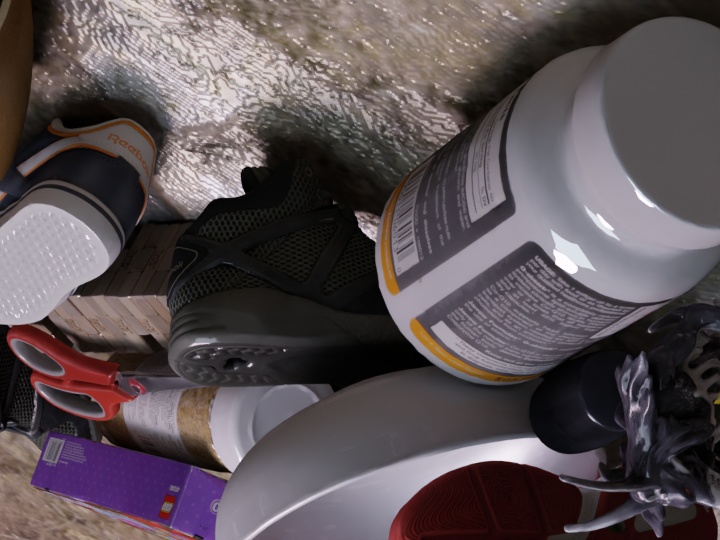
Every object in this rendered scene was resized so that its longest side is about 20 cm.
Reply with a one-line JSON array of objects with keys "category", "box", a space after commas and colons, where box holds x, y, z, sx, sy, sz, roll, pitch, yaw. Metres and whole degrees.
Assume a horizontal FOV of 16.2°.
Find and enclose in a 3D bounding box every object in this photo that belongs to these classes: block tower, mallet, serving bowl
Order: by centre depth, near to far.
[{"category": "mallet", "box": [0.179, 0.054, 1.160, 0.199, 0.041, 0.066, -4, 168, -12]}, {"category": "serving bowl", "box": [0.018, 0.096, 1.246, 0.199, 0.066, 0.200, -16, 159, -6]}, {"category": "block tower", "box": [-0.118, 0.011, 1.406, 0.199, 0.058, 0.054, -3, 140, 40]}]

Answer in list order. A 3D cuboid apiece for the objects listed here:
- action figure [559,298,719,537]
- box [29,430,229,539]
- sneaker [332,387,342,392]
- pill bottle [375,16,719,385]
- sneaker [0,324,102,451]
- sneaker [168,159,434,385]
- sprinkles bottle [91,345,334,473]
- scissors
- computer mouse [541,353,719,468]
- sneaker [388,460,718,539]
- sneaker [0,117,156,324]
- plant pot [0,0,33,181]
[{"category": "action figure", "box": [0.176, 0.052, 1.082, 0.102, 0.200, 0.119, 26, 146, 38]}, {"category": "box", "box": [-0.092, 0.142, 1.469, 0.136, 0.039, 0.200, 25, 170, -28]}, {"category": "sneaker", "box": [0.027, 0.112, 1.426, 0.199, 0.079, 0.089, 13, 150, 24]}, {"category": "pill bottle", "box": [0.096, -0.029, 1.109, 0.116, 0.117, 0.200, 34, 150, -12]}, {"category": "sneaker", "box": [-0.229, 0.079, 1.547, 0.076, 0.115, 0.200, 12, 149, 27]}, {"category": "sneaker", "box": [0.000, 0.000, 1.274, 0.198, 0.115, 0.076, 3, 153, -14]}, {"category": "sprinkles bottle", "box": [-0.085, 0.079, 1.426, 0.068, 0.068, 0.200, 41, 163, -23]}, {"category": "scissors", "box": [-0.125, 0.066, 1.408, 0.199, 0.014, 0.073, 9, 140, 42]}, {"category": "computer mouse", "box": [0.102, 0.130, 1.342, 0.140, 0.046, 0.200, 39, 121, -24]}, {"category": "sneaker", "box": [0.073, 0.147, 1.221, 0.199, 0.079, 0.115, 3, 149, -39]}, {"category": "sneaker", "box": [-0.170, -0.027, 1.366, 0.078, 0.080, 0.200, 43, 149, -21]}, {"category": "plant pot", "box": [-0.232, -0.102, 1.226, 0.185, 0.187, 0.200, 19, 163, 14]}]
